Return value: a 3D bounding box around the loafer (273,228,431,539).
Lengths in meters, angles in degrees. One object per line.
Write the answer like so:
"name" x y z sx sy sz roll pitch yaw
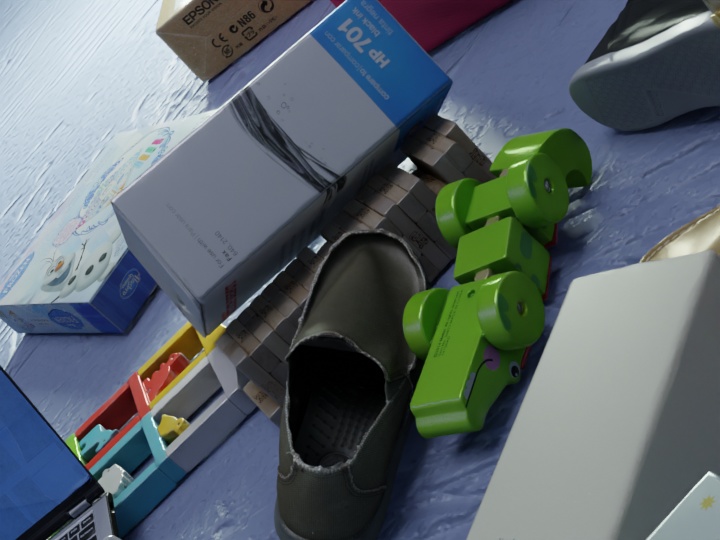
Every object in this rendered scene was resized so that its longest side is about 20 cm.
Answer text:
"loafer" 0.000 0.049 0.795 0.075 0.070 0.200 5 50 5

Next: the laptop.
"laptop" -0.247 0.179 0.901 0.187 0.116 0.200 -39 38 14

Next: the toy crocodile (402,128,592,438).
"toy crocodile" 0.073 0.002 0.802 0.067 0.062 0.200 -19 41 41

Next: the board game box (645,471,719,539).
"board game box" 0.085 0.179 0.417 0.200 0.148 0.064 -48 25 -4

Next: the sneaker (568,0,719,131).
"sneaker" 0.196 -0.136 0.798 0.200 0.071 0.099 -6 50 58

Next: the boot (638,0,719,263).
"boot" 0.170 -0.062 0.632 0.200 0.155 0.073 -27 31 33

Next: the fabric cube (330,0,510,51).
"fabric cube" 0.052 -0.306 1.116 0.199 0.196 0.200 -28 31 30

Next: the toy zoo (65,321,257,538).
"toy zoo" -0.134 0.101 0.995 0.200 0.020 0.131 -44 26 2

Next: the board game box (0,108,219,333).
"board game box" -0.197 -0.038 1.264 0.199 0.043 0.200 -2 49 54

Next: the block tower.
"block tower" 0.000 0.000 0.907 0.200 0.058 0.054 -48 25 -3

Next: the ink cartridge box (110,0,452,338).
"ink cartridge box" -0.049 -0.062 0.950 0.200 0.086 0.146 -40 -5 -10

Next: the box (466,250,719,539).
"box" 0.100 0.092 0.612 0.082 0.068 0.200 -13 40 47

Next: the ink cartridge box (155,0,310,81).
"ink cartridge box" -0.092 -0.291 1.445 0.200 0.075 0.165 -35 29 21

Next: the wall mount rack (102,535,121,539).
"wall mount rack" -0.093 0.207 0.720 0.174 0.075 0.200 1 50 56
